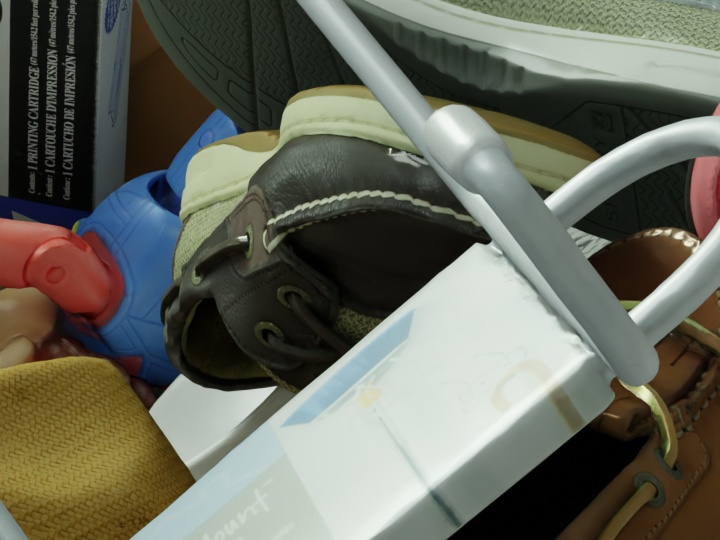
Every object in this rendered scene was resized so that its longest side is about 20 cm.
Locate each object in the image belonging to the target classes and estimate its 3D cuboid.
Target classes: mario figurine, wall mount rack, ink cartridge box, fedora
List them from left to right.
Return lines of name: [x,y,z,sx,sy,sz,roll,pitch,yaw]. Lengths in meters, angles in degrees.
fedora: [-0.097,0.075,0.635,0.200,0.082,0.201,-24,-5,-2]
ink cartridge box: [-0.123,-0.048,0.901,0.044,0.093,0.201,-72,-8,-47]
mario figurine: [-0.078,-0.004,0.870,0.200,0.124,0.106,-43,9,2]
wall mount rack: [-0.030,0.009,0.510,0.200,0.075,0.174,-40,24,1]

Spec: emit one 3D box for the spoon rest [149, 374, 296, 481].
spoon rest: [0.012,-0.002,0.781,0.200,0.061,0.099,-35,14,6]

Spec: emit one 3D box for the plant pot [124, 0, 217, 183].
plant pot: [-0.040,-0.084,0.999,0.200,0.140,0.200,-35,14,10]

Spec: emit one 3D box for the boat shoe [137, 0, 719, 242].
boat shoe: [0.034,-0.059,0.720,0.201,0.075,0.065,15,49,26]

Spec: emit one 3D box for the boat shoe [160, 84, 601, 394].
boat shoe: [0.000,0.000,0.664,0.200,0.073,0.065,162,123,-74]

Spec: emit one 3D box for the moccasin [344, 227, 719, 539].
moccasin: [0.034,0.044,0.542,0.073,0.078,0.202,-27,17,35]

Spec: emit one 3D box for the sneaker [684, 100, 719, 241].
sneaker: [0.144,-0.042,0.561,0.200,0.074,0.087,-28,18,30]
